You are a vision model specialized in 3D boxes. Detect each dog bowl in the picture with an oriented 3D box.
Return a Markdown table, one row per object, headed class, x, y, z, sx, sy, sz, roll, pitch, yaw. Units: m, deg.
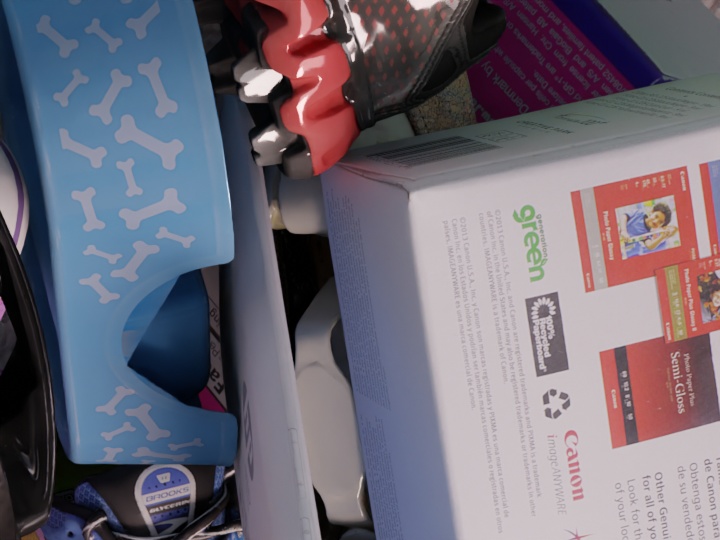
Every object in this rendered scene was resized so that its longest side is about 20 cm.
| class | x | y | z | sx | sy | sz | roll | pitch | yaw |
| --- | --- | --- | --- | --- | --- | --- | --- | --- | --- |
| dog bowl | -0.072 | -0.019 | 0.850 | 0.049 | 0.112 | 0.201 | -11 | 145 | -10 |

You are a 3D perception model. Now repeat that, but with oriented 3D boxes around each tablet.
| class | x | y | z | sx | sy | sz | roll | pitch | yaw |
| --- | --- | --- | --- | --- | --- | --- | --- | --- | --- |
| tablet | -0.026 | 0.058 | 0.848 | 0.014 | 0.201 | 0.131 | -5 | 140 | -7 |

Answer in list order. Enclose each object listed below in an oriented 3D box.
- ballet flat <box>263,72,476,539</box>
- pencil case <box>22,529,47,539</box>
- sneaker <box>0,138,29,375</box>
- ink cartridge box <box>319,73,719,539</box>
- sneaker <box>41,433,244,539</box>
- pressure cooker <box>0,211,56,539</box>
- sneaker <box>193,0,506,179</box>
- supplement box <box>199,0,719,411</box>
| class | x | y | z | sx | sy | sz | roll | pitch | yaw |
| --- | --- | --- | --- | --- | --- | --- | --- | --- | --- |
| ballet flat | 0.000 | 0.000 | 0.895 | 0.068 | 0.202 | 0.067 | -5 | -178 | 27 |
| pencil case | -0.168 | 0.136 | 0.853 | 0.199 | 0.086 | 0.083 | -31 | 106 | -20 |
| sneaker | -0.130 | 0.022 | 0.881 | 0.114 | 0.073 | 0.201 | -13 | 151 | -47 |
| ink cartridge box | 0.094 | 0.051 | 0.859 | 0.174 | 0.084 | 0.202 | -12 | 101 | -17 |
| sneaker | -0.066 | 0.105 | 0.929 | 0.078 | 0.200 | 0.090 | -18 | 142 | -32 |
| pressure cooker | -0.173 | 0.034 | 0.724 | 0.199 | 0.179 | 0.176 | -28 | 146 | -20 |
| sneaker | -0.007 | -0.120 | 0.784 | 0.097 | 0.071 | 0.201 | -21 | 131 | -8 |
| supplement box | 0.032 | -0.015 | 0.980 | 0.200 | 0.103 | 0.101 | -51 | 152 | 21 |
